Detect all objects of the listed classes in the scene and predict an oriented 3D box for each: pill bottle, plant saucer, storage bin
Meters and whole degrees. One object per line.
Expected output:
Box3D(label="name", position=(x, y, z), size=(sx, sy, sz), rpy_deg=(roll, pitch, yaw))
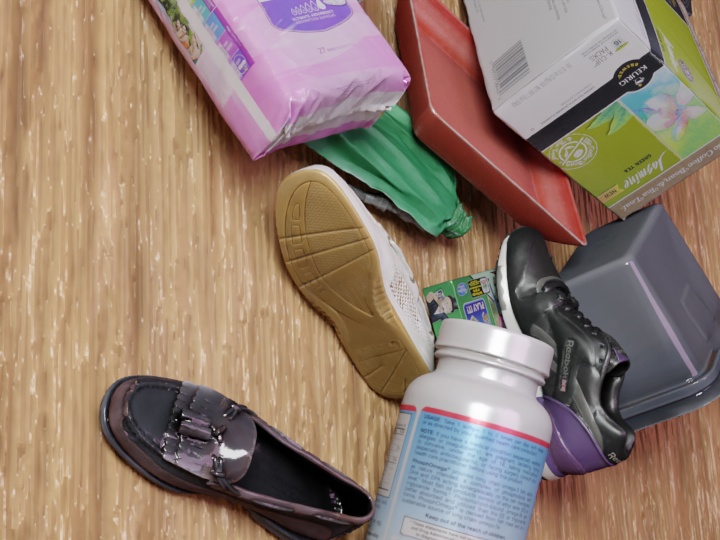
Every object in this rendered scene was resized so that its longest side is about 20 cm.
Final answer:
Box3D(label="pill bottle", position=(0.071, 0.141, 0.887), size=(0.109, 0.109, 0.201), rpy_deg=(23, 79, -39))
Box3D(label="plant saucer", position=(0.099, -0.127, 1.055), size=(0.200, 0.037, 0.200), rpy_deg=(37, 31, -34))
Box3D(label="storage bin", position=(0.249, 0.031, 1.100), size=(0.135, 0.145, 0.200), rpy_deg=(60, 30, -9))

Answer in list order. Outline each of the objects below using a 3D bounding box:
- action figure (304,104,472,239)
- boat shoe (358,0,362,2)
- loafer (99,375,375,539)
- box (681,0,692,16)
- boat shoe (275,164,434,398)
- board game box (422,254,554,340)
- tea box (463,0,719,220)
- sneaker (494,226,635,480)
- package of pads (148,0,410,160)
Box3D(label="action figure", position=(0.016, -0.088, 0.983), size=(0.200, 0.055, 0.118), rpy_deg=(40, 49, -25))
Box3D(label="boat shoe", position=(-0.002, -0.233, 0.934), size=(0.073, 0.199, 0.068), rpy_deg=(-24, 96, -11))
Box3D(label="loafer", position=(-0.072, 0.118, 0.815), size=(0.200, 0.063, 0.072), rpy_deg=(35, 53, -33))
Box3D(label="box", position=(0.252, -0.345, 1.278), size=(0.122, 0.106, 0.201), rpy_deg=(18, 64, -39))
Box3D(label="boat shoe", position=(0.000, 0.000, 0.929), size=(0.201, 0.071, 0.069), rpy_deg=(64, 29, -29))
Box3D(label="board game box", position=(0.125, 0.064, 1.038), size=(0.200, 0.029, 0.135), rpy_deg=(-13, 86, -59))
Box3D(label="tea box", position=(0.206, -0.190, 1.115), size=(0.196, 0.133, 0.201), rpy_deg=(32, 35, -35))
Box3D(label="sneaker", position=(0.168, 0.057, 0.995), size=(0.076, 0.087, 0.201), rpy_deg=(9, 67, -55))
Box3D(label="package of pads", position=(-0.067, -0.177, 0.868), size=(0.120, 0.076, 0.200), rpy_deg=(-20, 71, -44))
